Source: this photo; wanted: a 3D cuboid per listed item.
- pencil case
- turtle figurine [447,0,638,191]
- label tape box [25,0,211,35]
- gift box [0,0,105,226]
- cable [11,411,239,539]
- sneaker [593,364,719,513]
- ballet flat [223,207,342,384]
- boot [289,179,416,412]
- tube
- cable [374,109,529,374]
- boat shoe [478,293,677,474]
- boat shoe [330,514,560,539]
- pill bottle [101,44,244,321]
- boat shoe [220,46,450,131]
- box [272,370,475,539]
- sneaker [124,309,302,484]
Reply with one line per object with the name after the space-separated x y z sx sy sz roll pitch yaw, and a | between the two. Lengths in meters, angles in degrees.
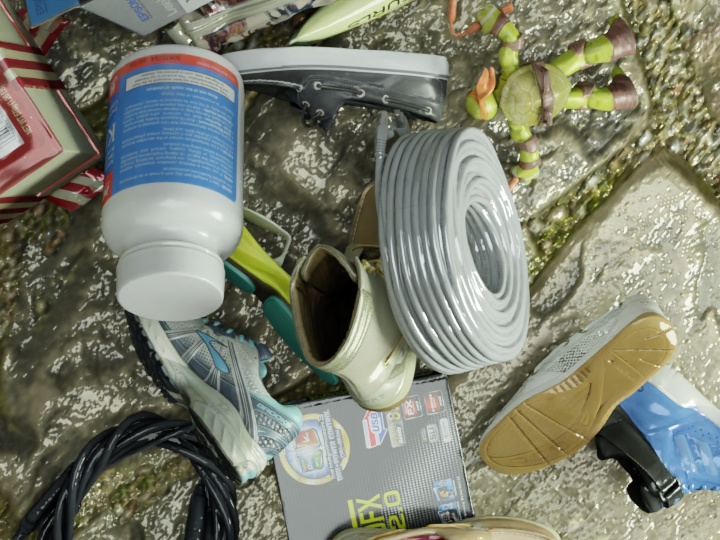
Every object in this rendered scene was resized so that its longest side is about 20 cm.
-0.060 -0.236 1.229 0.200 0.090 0.078 -18 117 16 | pencil case
0.151 -0.163 1.281 0.161 0.064 0.200 -18 110 -11 | turtle figurine
-0.170 -0.266 1.209 0.200 0.063 0.144 -25 54 9 | label tape box
-0.302 -0.115 1.194 0.200 0.187 0.185 -28 93 2 | gift box
-0.182 0.214 1.278 0.163 0.051 0.200 43 86 -5 | cable
0.290 0.176 1.308 0.200 0.077 0.111 39 81 0 | sneaker
-0.069 0.006 1.283 0.200 0.067 0.067 43 71 -3 | ballet flat
0.000 0.000 1.226 0.072 0.155 0.201 -2 72 21 | boot
0.020 -0.237 1.287 0.200 0.058 0.052 -32 55 -9 | tube
0.079 -0.017 1.231 0.069 0.200 0.200 -11 61 25 | cable
0.182 0.097 1.307 0.200 0.069 0.071 -40 114 15 | boat shoe
0.072 0.243 1.249 0.199 0.069 0.074 -4 91 -5 | boat shoe
-0.147 -0.068 1.204 0.112 0.112 0.200 1 61 -5 | pill bottle
-0.023 -0.150 1.285 0.199 0.070 0.066 1 89 -13 | boat shoe
0.013 0.198 1.300 0.160 0.044 0.201 -11 92 -6 | box
-0.123 0.079 1.264 0.086 0.078 0.200 -31 72 -20 | sneaker
